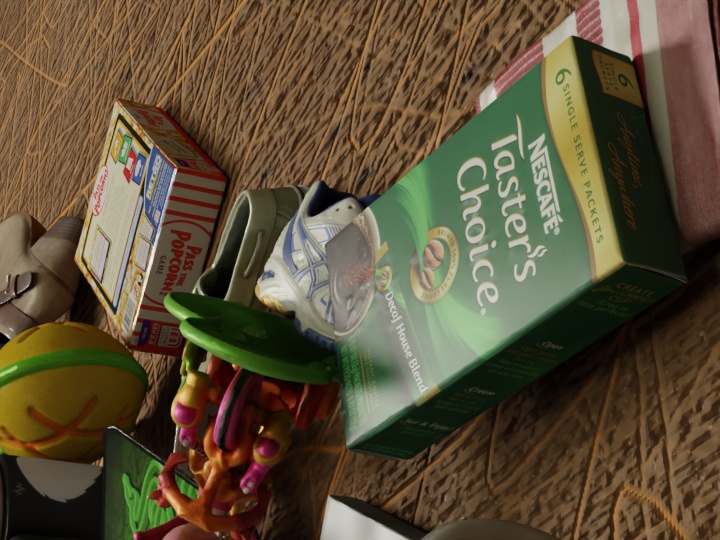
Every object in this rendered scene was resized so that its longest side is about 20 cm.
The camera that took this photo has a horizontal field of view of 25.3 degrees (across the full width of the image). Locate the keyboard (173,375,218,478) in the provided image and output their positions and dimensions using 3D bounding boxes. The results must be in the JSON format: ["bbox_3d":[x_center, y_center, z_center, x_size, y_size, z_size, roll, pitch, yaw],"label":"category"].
[{"bbox_3d":[-0.100,0.109,1.043,0.200,0.010,0.057,77,-168,-76],"label":"keyboard"}]

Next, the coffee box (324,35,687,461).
[{"bbox_3d":[0.059,-0.006,0.758,0.200,0.044,0.124,-37,50,42],"label":"coffee box"}]

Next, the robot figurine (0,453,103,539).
[{"bbox_3d":[-0.235,0.198,1.180,0.151,0.198,0.126,-54,35,41],"label":"robot figurine"}]

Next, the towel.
[{"bbox_3d":[0.116,-0.059,0.766,0.200,0.022,0.146,-35,52,58],"label":"towel"}]

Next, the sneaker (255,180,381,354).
[{"bbox_3d":[0.000,0.000,0.920,0.200,0.075,0.089,30,99,58],"label":"sneaker"}]

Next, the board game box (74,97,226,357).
[{"bbox_3d":[-0.177,-0.040,1.322,0.200,0.046,0.153,45,121,59],"label":"board game box"}]

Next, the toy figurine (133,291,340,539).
[{"bbox_3d":[-0.070,0.124,0.876,0.200,0.148,0.186,-4,-67,-82],"label":"toy figurine"}]

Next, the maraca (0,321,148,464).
[{"bbox_3d":[-0.233,0.106,1.255,0.201,0.135,0.108,105,156,-64],"label":"maraca"}]

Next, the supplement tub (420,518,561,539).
[{"bbox_3d":[0.039,0.220,0.706,0.202,0.121,0.123,-65,30,28],"label":"supplement tub"}]

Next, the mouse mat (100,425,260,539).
[{"bbox_3d":[-0.123,0.218,1.047,0.160,0.007,0.203,27,121,39],"label":"mouse mat"}]

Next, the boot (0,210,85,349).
[{"bbox_3d":[-0.334,0.018,1.542,0.199,0.070,0.147,-10,46,54],"label":"boot"}]

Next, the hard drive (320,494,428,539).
[{"bbox_3d":[-0.001,0.238,0.888,0.132,0.026,0.203,11,92,64],"label":"hard drive"}]

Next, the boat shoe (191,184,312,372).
[{"bbox_3d":[-0.084,0.017,1.095,0.201,0.061,0.072,-63,31,33],"label":"boat shoe"}]
